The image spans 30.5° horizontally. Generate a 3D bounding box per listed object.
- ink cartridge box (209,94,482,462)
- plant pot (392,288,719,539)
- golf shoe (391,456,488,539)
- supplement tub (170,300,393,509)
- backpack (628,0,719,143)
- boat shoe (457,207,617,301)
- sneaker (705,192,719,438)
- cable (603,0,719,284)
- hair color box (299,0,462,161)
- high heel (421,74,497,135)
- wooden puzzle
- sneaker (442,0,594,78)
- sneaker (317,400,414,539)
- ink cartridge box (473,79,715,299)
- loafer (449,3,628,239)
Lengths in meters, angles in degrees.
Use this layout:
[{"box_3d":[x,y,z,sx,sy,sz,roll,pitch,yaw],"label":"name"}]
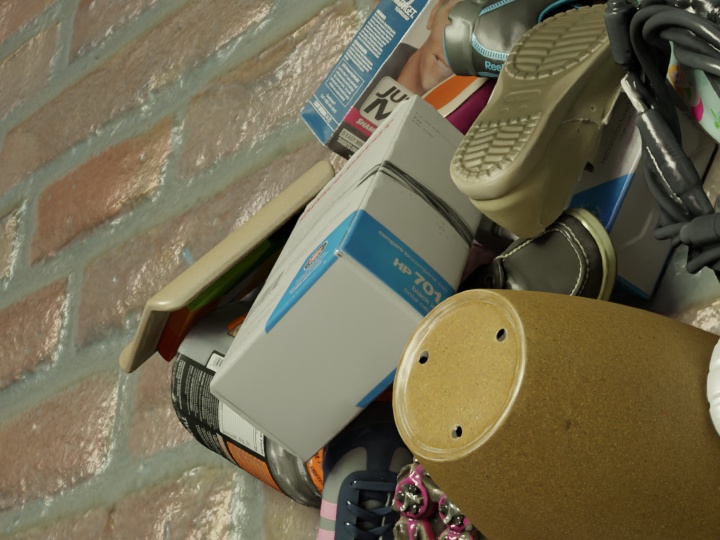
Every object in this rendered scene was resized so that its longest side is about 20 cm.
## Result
[{"box_3d":[0.000,0.000,0.852,0.146,0.086,0.201,-45,11,35],"label":"ink cartridge box"},{"box_3d":[0.117,0.089,0.740,0.185,0.199,0.189,-28,48,36],"label":"plant pot"},{"box_3d":[0.059,0.209,0.844,0.072,0.092,0.203,15,100,30],"label":"golf shoe"},{"box_3d":[-0.046,0.100,0.982,0.199,0.122,0.124,18,82,51],"label":"supplement tub"},{"box_3d":[0.253,-0.168,0.762,0.175,0.151,0.202,-17,57,0],"label":"backpack"},{"box_3d":[0.092,0.032,0.855,0.072,0.065,0.201,60,147,14],"label":"boat shoe"},{"box_3d":[0.242,0.007,0.723,0.080,0.073,0.202,-35,35,47],"label":"sneaker"},{"box_3d":[0.175,-0.065,0.684,0.050,0.165,0.201,-13,33,-7],"label":"cable"},{"box_3d":[0.053,-0.168,1.044,0.201,0.099,0.061,-53,38,12],"label":"hair color box"},{"box_3d":[0.060,-0.072,1.016,0.199,0.096,0.068,-41,22,12],"label":"high heel"},{"box_3d":[-0.107,0.005,1.065,0.185,0.037,0.200,-42,0,-25],"label":"wooden puzzle"},{"box_3d":[0.144,-0.200,0.958,0.081,0.074,0.201,20,58,34],"label":"sneaker"},{"box_3d":[0.005,0.180,0.861,0.083,0.069,0.202,-99,13,-54],"label":"sneaker"},{"box_3d":[0.132,-0.065,0.918,0.199,0.067,0.117,19,83,52],"label":"ink cartridge box"},{"box_3d":[0.121,-0.096,0.831,0.075,0.069,0.201,6,45,41],"label":"loafer"}]
